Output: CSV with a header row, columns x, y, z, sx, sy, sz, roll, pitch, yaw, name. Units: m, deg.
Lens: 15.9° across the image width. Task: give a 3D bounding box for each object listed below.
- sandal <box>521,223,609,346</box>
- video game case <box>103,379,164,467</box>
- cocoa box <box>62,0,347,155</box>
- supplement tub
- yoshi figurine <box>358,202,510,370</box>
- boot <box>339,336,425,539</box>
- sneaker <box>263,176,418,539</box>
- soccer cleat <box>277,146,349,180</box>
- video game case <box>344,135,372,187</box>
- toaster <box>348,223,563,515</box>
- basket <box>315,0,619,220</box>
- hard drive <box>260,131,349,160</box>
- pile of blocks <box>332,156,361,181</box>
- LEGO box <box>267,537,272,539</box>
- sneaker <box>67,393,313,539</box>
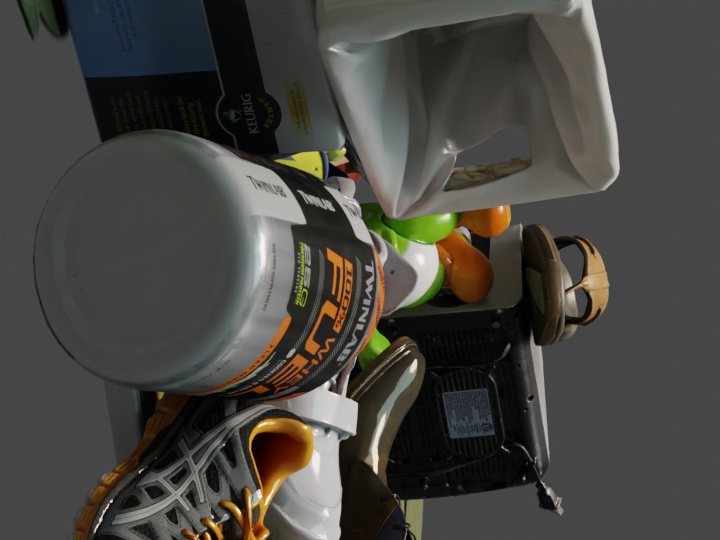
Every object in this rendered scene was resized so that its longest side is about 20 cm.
x,y,z,sx,sy,sz,roll,pitch,yaw,name
0.140,0.013,1.722,0.200,0.054,0.082,42,40,-78,sandal
-0.109,0.025,1.406,0.200,0.018,0.144,-66,151,-69,video game case
-0.081,-0.173,1.312,0.134,0.130,0.201,-82,165,-50,cocoa box
-0.066,0.002,1.271,0.200,0.122,0.124,11,75,-68,supplement tub
0.008,0.012,1.599,0.112,0.199,0.113,-19,-90,58,yoshi figurine
0.010,0.143,1.569,0.201,0.097,0.075,-59,159,-12,boot
-0.025,0.047,1.395,0.075,0.115,0.201,17,48,-43,sneaker
-0.053,-0.089,1.574,0.200,0.083,0.065,64,28,-65,soccer cleat
-0.042,-0.127,1.614,0.143,0.019,0.200,49,-1,18,video game case
0.039,0.068,1.776,0.119,0.179,0.201,-84,166,-50,toaster
0.056,-0.130,1.328,0.200,0.135,0.124,68,16,-61,basket
-0.020,-0.140,1.492,0.200,0.135,0.042,-30,160,-38,hard drive
-0.002,-0.092,1.888,0.200,0.081,0.063,-52,137,-76,pile of blocks
-0.065,0.217,1.417,0.200,0.077,0.150,-73,157,-64,LEGO box
-0.086,0.126,1.282,0.200,0.077,0.079,-63,152,-45,sneaker
